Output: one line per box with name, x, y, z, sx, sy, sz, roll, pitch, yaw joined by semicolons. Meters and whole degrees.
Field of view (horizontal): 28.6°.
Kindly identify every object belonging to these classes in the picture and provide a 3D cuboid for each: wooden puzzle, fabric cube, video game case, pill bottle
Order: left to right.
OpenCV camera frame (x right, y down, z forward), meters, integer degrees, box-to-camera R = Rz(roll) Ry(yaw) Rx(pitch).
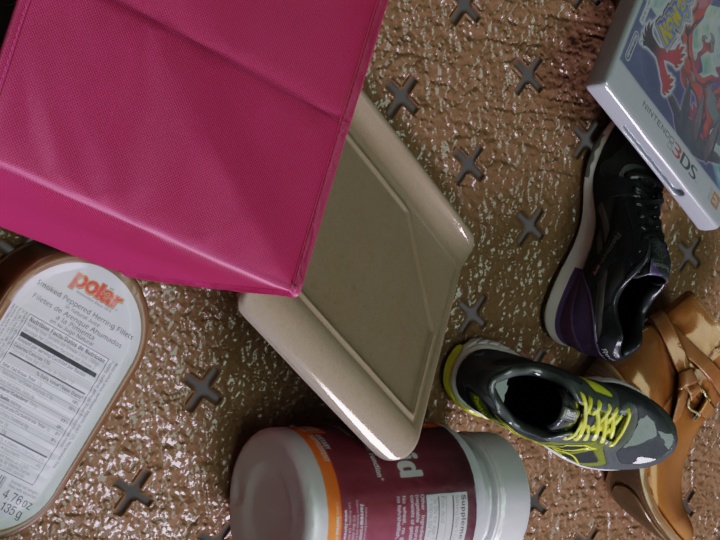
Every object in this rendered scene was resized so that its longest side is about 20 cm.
fabric cube;-0.133;-0.114;0.761;0.199;0.196;0.202;23;78;-36
wooden puzzle;0.000;0.000;0.967;0.185;0.037;0.201;49;46;-33
pill bottle;0.017;0.166;1.009;0.199;0.114;0.115;2;102;-35
video game case;0.261;-0.165;1.107;0.182;0.023;0.201;43;60;-35

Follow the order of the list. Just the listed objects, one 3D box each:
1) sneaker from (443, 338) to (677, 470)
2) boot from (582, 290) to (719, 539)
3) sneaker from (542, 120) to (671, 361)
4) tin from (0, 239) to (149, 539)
sneaker;0.159;0.114;1.080;0.199;0.085;0.075;18;94;-15
boot;0.270;0.131;1.191;0.155;0.074;0.201;-41;119;-12
sneaker;0.218;-0.026;1.109;0.075;0.087;0.202;12;95;-36
tin;-0.208;0.075;0.879;0.112;0.042;0.201;36;82;-40
